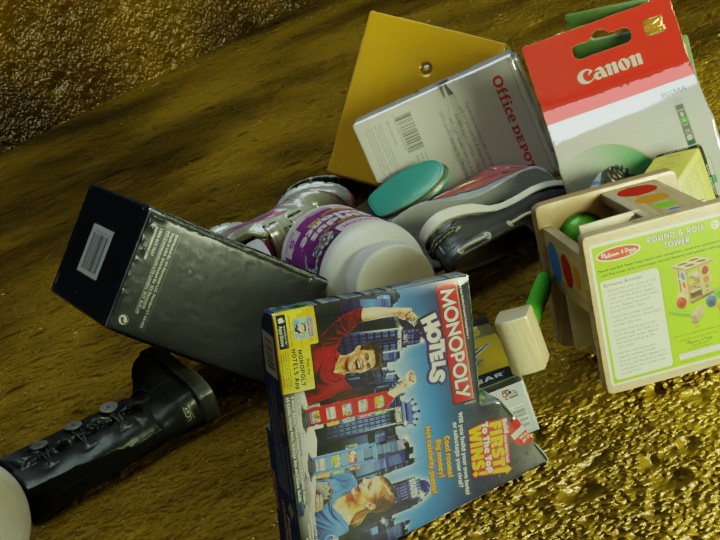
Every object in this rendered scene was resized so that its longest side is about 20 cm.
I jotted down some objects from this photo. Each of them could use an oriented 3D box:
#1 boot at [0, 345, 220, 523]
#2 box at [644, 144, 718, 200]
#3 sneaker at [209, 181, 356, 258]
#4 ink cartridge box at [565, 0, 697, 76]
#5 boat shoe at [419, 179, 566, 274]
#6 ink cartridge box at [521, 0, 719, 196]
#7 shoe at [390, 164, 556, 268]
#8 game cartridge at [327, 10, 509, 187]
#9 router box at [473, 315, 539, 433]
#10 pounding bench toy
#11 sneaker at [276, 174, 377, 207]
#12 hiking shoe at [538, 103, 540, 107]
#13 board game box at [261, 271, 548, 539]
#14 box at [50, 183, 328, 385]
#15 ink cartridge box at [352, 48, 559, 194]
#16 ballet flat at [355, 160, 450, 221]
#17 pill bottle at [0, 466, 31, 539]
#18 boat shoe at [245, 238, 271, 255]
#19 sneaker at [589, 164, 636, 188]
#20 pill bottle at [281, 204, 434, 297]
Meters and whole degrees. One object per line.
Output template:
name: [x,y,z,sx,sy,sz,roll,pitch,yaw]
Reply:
boot: [-0.250,0.152,1.535,0.199,0.066,0.164,-32,18,-20]
box: [0.279,-0.044,1.485,0.050,0.076,0.200,-13,19,30]
sneaker: [-0.094,-0.035,1.909,0.199,0.082,0.088,-26,20,4]
ink cartridge box: [0.292,-0.185,1.680,0.103,0.202,0.059,-4,21,42]
boat shoe: [0.156,-0.040,1.638,0.198,0.074,0.061,-12,52,-29]
ink cartridge box: [0.264,-0.149,1.605,0.159,0.202,0.050,-19,11,8]
shoe: [0.114,-0.059,1.747,0.198,0.072,0.091,-22,7,-2]
game cartridge: [0.068,-0.190,1.918,0.175,0.202,0.032,16,2,15]
router box: [0.032,0.115,1.317,0.198,0.053,0.157,-21,16,-1]
pounding bench toy: [0.186,0.011,1.289,0.198,0.126,0.156,-15,16,-7]
sneaker: [-0.005,-0.089,1.994,0.198,0.078,0.086,-14,4,2]
hiking shoe: [0.214,-0.162,1.901,0.198,0.087,0.074,-13,18,24]
board game box: [0.033,0.104,1.182,0.198,0.202,0.062,-11,14,-18]
box: [-0.169,0.016,1.575,0.197,0.124,0.200,21,0,-27]
ink cartridge box: [0.112,-0.144,1.832,0.198,0.147,0.085,-22,8,11]
ballet flat: [0.020,-0.047,1.789,0.199,0.071,0.068,-32,37,3]
pill bottle: [-0.378,0.213,1.391,0.116,0.117,0.199,-33,21,-37]
boat shoe: [-0.117,0.023,1.771,0.066,0.070,0.200,-22,24,-7]
sneaker: [0.223,-0.035,1.521,0.072,0.072,0.200,-42,5,39]
pill bottle: [0.000,0.000,1.610,0.111,0.113,0.200,-25,17,-15]
